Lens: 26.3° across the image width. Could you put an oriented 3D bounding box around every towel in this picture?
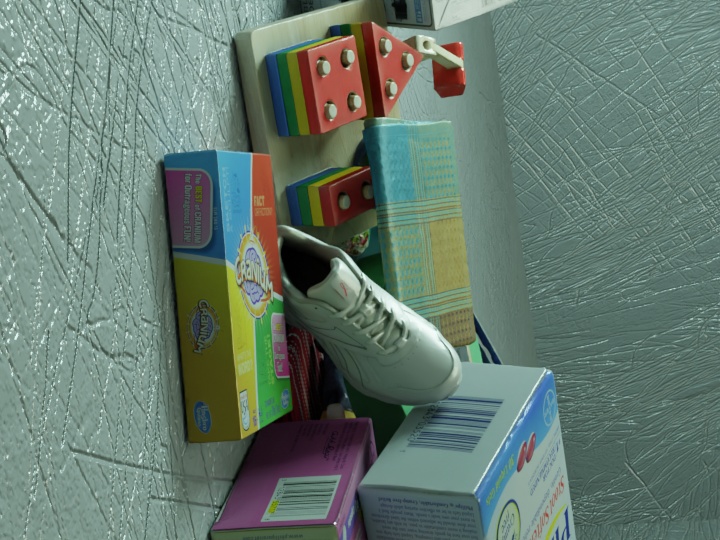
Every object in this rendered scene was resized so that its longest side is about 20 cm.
[{"bbox_3d":[0.052,-0.030,1.331,0.146,0.022,0.202,-5,88,-60],"label":"towel"},{"bbox_3d":[-0.047,0.105,1.383,0.200,0.022,0.146,-75,157,-61],"label":"towel"}]

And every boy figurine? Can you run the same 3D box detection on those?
[{"bbox_3d":[-0.008,0.154,1.342,0.125,0.064,0.202,64,20,-62],"label":"boy figurine"}]

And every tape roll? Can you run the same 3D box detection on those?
[{"bbox_3d":[0.048,0.080,1.367,0.200,0.048,0.202,40,42,-50],"label":"tape roll"}]

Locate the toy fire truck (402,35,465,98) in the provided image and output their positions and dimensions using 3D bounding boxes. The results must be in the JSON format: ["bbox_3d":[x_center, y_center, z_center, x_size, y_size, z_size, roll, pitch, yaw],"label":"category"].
[{"bbox_3d":[0.031,-0.223,1.605,0.200,0.139,0.049,33,53,-76],"label":"toy fire truck"}]

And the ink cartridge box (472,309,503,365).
[{"bbox_3d":[0.095,0.102,1.539,0.199,0.047,0.200,61,-11,6],"label":"ink cartridge box"}]

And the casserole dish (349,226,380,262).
[{"bbox_3d":[0.000,0.000,1.524,0.201,0.038,0.122,-84,-167,-47],"label":"casserole dish"}]

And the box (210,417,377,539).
[{"bbox_3d":[-0.035,0.244,1.198,0.176,0.096,0.202,-65,149,-68],"label":"box"}]

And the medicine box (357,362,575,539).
[{"bbox_3d":[0.093,0.206,1.239,0.182,0.102,0.202,-50,135,-51],"label":"medicine box"}]

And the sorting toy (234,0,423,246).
[{"bbox_3d":[-0.007,-0.127,1.349,0.198,0.069,0.202,-27,113,-51],"label":"sorting toy"}]

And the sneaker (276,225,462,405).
[{"bbox_3d":[-0.007,0.036,1.217,0.078,0.199,0.099,-54,168,-14],"label":"sneaker"}]

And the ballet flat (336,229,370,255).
[{"bbox_3d":[-0.041,-0.103,1.426,0.064,0.075,0.202,-27,111,-44],"label":"ballet flat"}]

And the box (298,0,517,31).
[{"bbox_3d":[0.040,-0.277,1.469,0.116,0.199,0.061,-24,115,-34],"label":"box"}]

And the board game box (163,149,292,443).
[{"bbox_3d":[-0.095,0.015,1.130,0.153,0.040,0.202,-17,103,-79],"label":"board game box"}]
